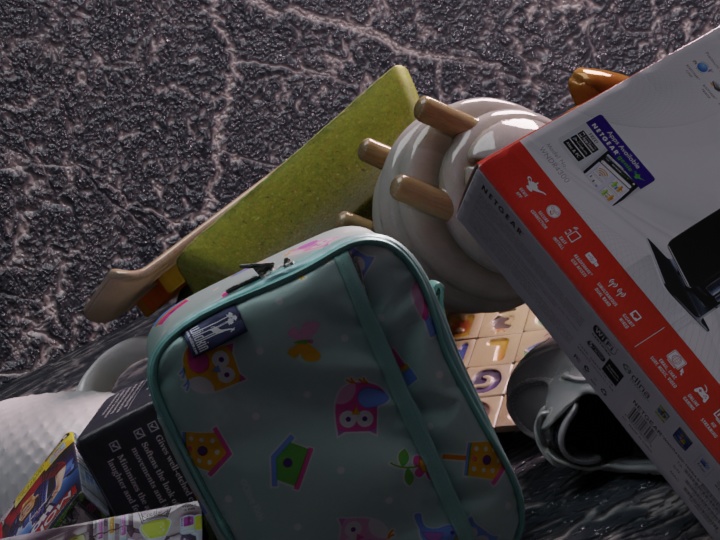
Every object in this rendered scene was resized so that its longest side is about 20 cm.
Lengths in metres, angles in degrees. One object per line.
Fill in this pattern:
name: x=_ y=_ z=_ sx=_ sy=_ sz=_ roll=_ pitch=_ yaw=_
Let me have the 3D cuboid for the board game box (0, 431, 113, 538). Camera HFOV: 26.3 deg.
board game box: x=-0.206 y=0.213 z=0.913 sx=0.200 sy=0.062 sz=0.200 roll=-53 pitch=16 yaw=-1

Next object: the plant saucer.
plant saucer: x=0.000 y=0.000 z=1.026 sx=0.200 sy=0.200 sz=0.048 roll=-42 pitch=49 yaw=-14

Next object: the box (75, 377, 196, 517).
box: x=-0.042 y=0.109 z=0.919 sx=0.199 sy=0.149 sz=0.107 roll=-26 pitch=7 yaw=4

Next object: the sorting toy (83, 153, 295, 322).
sorting toy: x=-0.118 y=-0.021 z=1.218 sx=0.200 sy=0.037 sz=0.185 roll=-34 pitch=0 yaw=-20

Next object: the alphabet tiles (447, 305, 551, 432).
alphabet tiles: x=0.125 y=0.041 z=1.035 sx=0.166 sy=0.006 sz=0.200 roll=-7 pitch=32 yaw=23

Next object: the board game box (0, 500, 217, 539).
board game box: x=-0.170 y=0.195 z=0.805 sx=0.199 sy=0.121 sz=0.032 roll=-13 pitch=-31 yaw=11

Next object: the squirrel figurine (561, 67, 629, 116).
squirrel figurine: x=0.217 y=-0.057 z=0.954 sx=0.199 sy=0.142 sz=0.187 roll=13 pitch=-4 yaw=1

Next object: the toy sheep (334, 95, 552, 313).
toy sheep: x=0.069 y=-0.039 z=0.900 sx=0.138 sy=0.138 sz=0.200 roll=-30 pitch=4 yaw=-20

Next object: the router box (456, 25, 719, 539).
router box: x=0.175 y=-0.004 z=0.724 sx=0.179 sy=0.200 sz=0.049 roll=-31 pitch=-19 yaw=-23

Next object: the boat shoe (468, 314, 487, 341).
boat shoe: x=0.061 y=0.067 z=1.167 sx=0.070 sy=0.072 sz=0.201 roll=-46 pitch=18 yaw=-12

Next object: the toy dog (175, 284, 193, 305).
toy dog: x=-0.100 y=0.067 z=1.235 sx=0.194 sy=0.139 sz=0.200 roll=-54 pitch=-12 yaw=-33

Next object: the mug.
mug: x=-0.184 y=0.138 z=1.126 sx=0.175 sy=0.148 sz=0.201 roll=-8 pitch=53 yaw=41

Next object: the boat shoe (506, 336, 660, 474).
boat shoe: x=0.132 y=0.081 z=0.844 sx=0.068 sy=0.072 sz=0.200 roll=-30 pitch=17 yaw=-27

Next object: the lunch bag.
lunch bag: x=-0.011 y=0.081 z=0.796 sx=0.160 sy=0.201 sz=0.077 roll=-25 pitch=9 yaw=-3
